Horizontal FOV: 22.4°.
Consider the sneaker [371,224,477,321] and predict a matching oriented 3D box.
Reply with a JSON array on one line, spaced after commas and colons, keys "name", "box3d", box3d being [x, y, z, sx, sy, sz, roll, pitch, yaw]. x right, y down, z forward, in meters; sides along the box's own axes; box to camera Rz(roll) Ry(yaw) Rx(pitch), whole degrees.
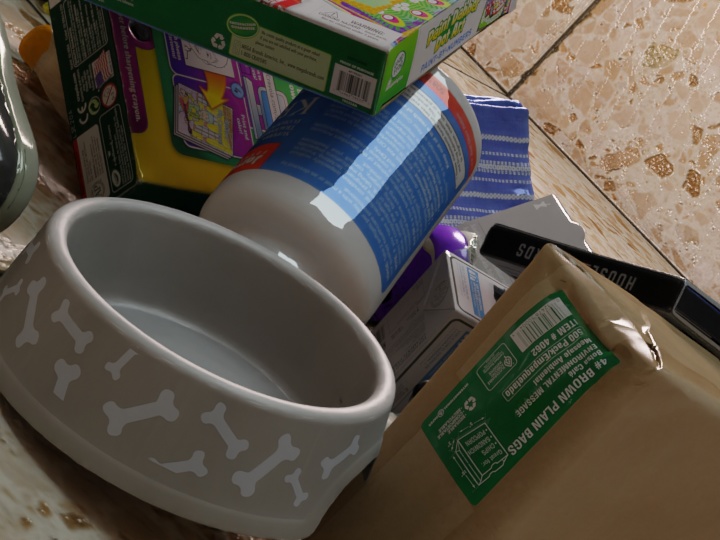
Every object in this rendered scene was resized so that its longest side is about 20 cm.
[{"name": "sneaker", "box3d": [0.000, 0.001, 1.170, 0.099, 0.070, 0.200, 12, -5, -22]}]

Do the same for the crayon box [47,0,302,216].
[{"name": "crayon box", "box3d": [-0.100, -0.118, 1.106, 0.172, 0.058, 0.201, 11, 59, -45]}]

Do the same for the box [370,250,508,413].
[{"name": "box", "box3d": [0.097, 0.088, 1.107, 0.199, 0.117, 0.060, 31, 27, -24]}]

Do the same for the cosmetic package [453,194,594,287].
[{"name": "cosmetic package", "box3d": [0.124, 0.064, 1.201, 0.107, 0.090, 0.201, -115, -174, -58]}]

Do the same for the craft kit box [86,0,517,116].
[{"name": "craft kit box", "box3d": [-0.031, -0.172, 1.045, 0.199, 0.049, 0.197, 23, 30, 17]}]

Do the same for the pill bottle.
[{"name": "pill bottle", "box3d": [-0.022, -0.029, 1.011, 0.112, 0.112, 0.200, 42, 50, -6]}]

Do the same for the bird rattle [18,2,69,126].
[{"name": "bird rattle", "box3d": [-0.143, -0.102, 1.171, 0.201, 0.112, 0.163, 58, 26, 5]}]

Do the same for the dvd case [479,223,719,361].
[{"name": "dvd case", "box3d": [0.180, 0.038, 1.049, 0.200, 0.025, 0.150, 34, -10, -40]}]

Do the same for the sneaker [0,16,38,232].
[{"name": "sneaker", "box3d": [-0.228, -0.110, 0.883, 0.106, 0.075, 0.200, 34, 17, -49]}]

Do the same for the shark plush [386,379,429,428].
[{"name": "shark plush", "box3d": [0.034, 0.108, 1.040, 0.083, 0.091, 0.200, 15, -3, 39]}]

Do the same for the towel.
[{"name": "towel", "box3d": [0.083, -0.028, 1.286, 0.144, 0.024, 0.201, 2, 77, -47]}]

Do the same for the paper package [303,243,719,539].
[{"name": "paper package", "box3d": [0.100, 0.118, 0.900, 0.190, 0.200, 0.104, 30, 17, -45]}]

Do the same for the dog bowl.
[{"name": "dog bowl", "box3d": [-0.072, 0.036, 0.828, 0.199, 0.059, 0.200, 27, 19, -10]}]
